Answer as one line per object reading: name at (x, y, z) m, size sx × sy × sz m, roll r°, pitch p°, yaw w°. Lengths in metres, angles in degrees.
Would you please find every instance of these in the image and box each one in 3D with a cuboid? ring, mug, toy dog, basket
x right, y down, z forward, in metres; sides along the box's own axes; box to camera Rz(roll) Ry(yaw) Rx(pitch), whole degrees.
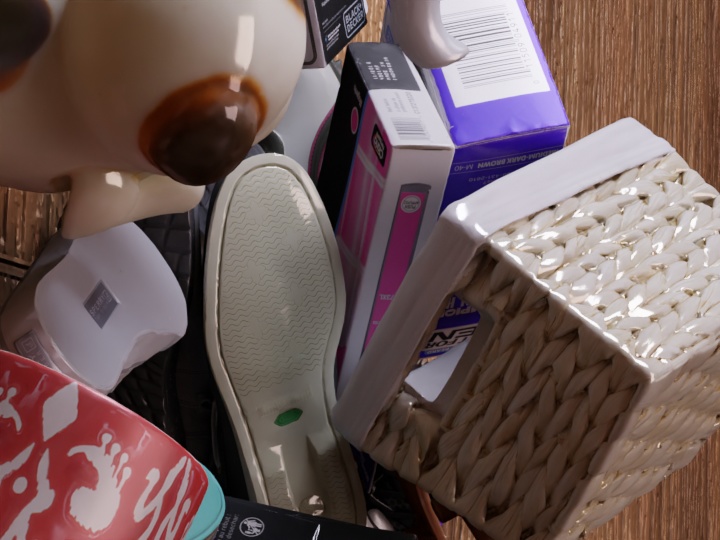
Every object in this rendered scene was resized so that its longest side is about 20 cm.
ring at (0.057, 0.157, 1.441) m, size 0.200 × 0.019 × 0.200 m, roll 60°, pitch -9°, yaw 16°
mug at (-0.156, 0.128, 1.059) m, size 0.178 × 0.133 × 0.200 m, roll 46°, pitch 65°, yaw -46°
toy dog at (-0.116, -0.090, 1.154) m, size 0.194 × 0.200 × 0.140 m, roll 51°, pitch 42°, yaw -58°
basket at (0.103, 0.032, 1.376) m, size 0.200 × 0.123 × 0.136 m, roll -28°, pitch 151°, yaw -56°

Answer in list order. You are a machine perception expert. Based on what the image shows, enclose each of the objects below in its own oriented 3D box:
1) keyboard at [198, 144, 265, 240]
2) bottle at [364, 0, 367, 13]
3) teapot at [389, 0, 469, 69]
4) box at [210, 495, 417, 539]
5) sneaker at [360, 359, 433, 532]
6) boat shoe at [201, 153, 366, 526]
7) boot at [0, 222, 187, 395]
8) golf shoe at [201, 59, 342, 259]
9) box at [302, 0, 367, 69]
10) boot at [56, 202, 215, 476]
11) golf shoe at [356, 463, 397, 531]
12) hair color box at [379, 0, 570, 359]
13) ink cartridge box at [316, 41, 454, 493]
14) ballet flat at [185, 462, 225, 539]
keyboard at (-0.029, 0.004, 1.492) m, size 0.056 × 0.011 × 0.200 m, roll -58°, pitch 138°, yaw -19°
bottle at (-0.036, -0.224, 1.556) m, size 0.084 × 0.065 × 0.200 m, roll -56°, pitch 139°, yaw -58°
teapot at (-0.062, -0.178, 1.239) m, size 0.197 × 0.200 × 0.146 m, roll 3°, pitch 114°, yaw -54°
box at (-0.051, 0.223, 1.350) m, size 0.200 × 0.124 × 0.149 m, roll 89°, pitch 16°, yaw -47°
sneaker at (0.022, 0.123, 1.593) m, size 0.100 × 0.070 × 0.200 m, roll -64°, pitch -177°, yaw -28°
boat shoe at (-0.046, 0.042, 1.378) m, size 0.068 × 0.072 × 0.200 m, roll -155°, pitch -124°, yaw -63°
boot at (-0.140, 0.034, 1.247) m, size 0.074 × 0.096 × 0.200 m, roll 55°, pitch 15°, yaw -3°
golf shoe at (-0.046, -0.038, 1.512) m, size 0.088 × 0.077 × 0.200 m, roll -34°, pitch 120°, yaw -59°
box at (-0.074, -0.195, 1.389) m, size 0.060 × 0.117 × 0.200 m, roll -50°, pitch 136°, yaw -56°
boot at (-0.092, 0.026, 1.413) m, size 0.132 × 0.070 × 0.200 m, roll -40°, pitch 137°, yaw -66°
golf shoe at (-0.021, 0.164, 1.514) m, size 0.078 × 0.094 × 0.200 m, roll -174°, pitch -95°, yaw -81°
hair color box at (0.046, -0.053, 1.481) m, size 0.200 × 0.065 × 0.109 m, roll 97°, pitch -22°, yaw -57°
ink cartridge box at (0.000, 0.000, 1.421) m, size 0.095 × 0.037 × 0.200 m, roll -113°, pitch -152°, yaw -53°
ballet flat at (-0.132, 0.118, 1.246) m, size 0.200 × 0.073 × 0.073 m, roll -13°, pitch 101°, yaw -62°
